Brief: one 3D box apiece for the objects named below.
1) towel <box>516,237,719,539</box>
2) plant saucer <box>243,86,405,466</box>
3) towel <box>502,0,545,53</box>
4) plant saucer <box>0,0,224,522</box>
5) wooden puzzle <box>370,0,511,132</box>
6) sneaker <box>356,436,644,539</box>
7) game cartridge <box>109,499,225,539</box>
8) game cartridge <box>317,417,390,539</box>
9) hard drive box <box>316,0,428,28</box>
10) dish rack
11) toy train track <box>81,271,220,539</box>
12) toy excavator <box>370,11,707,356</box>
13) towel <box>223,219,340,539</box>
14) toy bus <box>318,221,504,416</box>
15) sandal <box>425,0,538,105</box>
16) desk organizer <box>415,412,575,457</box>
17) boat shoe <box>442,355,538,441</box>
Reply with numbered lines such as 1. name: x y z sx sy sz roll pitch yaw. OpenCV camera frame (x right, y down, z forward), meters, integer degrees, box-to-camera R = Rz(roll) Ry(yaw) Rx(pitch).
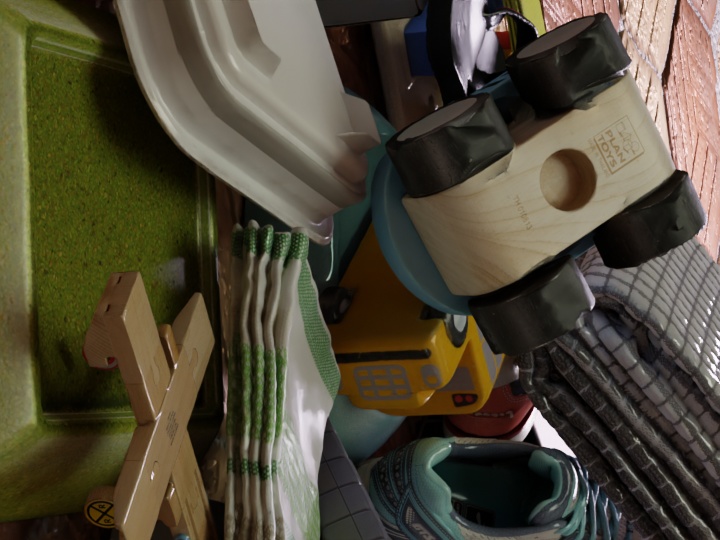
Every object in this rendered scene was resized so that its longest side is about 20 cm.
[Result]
1. towel: 0.168 0.070 1.020 0.200 0.086 0.166 50 23 -4
2. plant saucer: 0.000 0.000 0.993 0.200 0.036 0.201 -4 90 -67
3. towel: 0.095 -0.134 1.143 0.086 0.018 0.200 -58 138 -72
4. plant saucer: -0.104 -0.010 0.727 0.200 0.048 0.200 7 80 -68
5. wooden puzzle: 0.058 -0.120 1.139 0.185 0.046 0.200 -59 139 -54
6. sneaker: 0.094 0.128 0.995 0.200 0.086 0.078 11 59 -25
7. game cartridge: -0.055 0.173 0.815 0.200 0.040 0.134 57 32 -57
8. game cartridge: 0.015 0.177 0.916 0.130 0.038 0.200 -127 -163 -56
9. hard drive box: -0.009 -0.242 0.958 0.156 0.077 0.200 -64 142 -50
10. dish rack: -0.052 -0.121 0.796 0.172 0.043 0.200 34 35 -61
11. toy train track: -0.071 0.086 0.695 0.115 0.032 0.200 -75 158 -51
12. toy excavator: 0.074 -0.055 0.886 0.194 0.200 0.100 -34 104 -19
13. towel: -0.026 0.099 0.769 0.149 0.031 0.200 74 14 -61
14. toy bus: 0.039 0.004 0.957 0.200 0.065 0.078 -63 144 -52
15. sandal: 0.068 -0.104 1.014 0.200 0.045 0.075 47 48 -77
16. desk organizer: 0.067 0.130 1.088 0.200 0.072 0.077 -66 143 -49
17. boat shoe: 0.086 0.017 1.105 0.200 0.071 0.063 -64 157 -50
